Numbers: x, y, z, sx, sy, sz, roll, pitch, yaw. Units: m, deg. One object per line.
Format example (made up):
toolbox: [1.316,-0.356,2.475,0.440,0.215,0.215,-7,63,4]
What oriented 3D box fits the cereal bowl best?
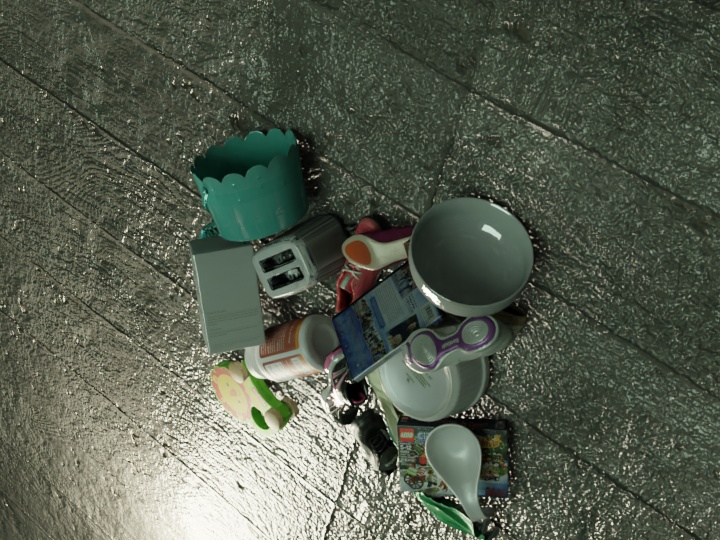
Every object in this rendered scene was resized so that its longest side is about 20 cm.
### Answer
cereal bowl: [0.170,-0.011,1.498,0.199,0.200,0.084,38,154,18]

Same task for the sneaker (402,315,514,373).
sneaker: [0.159,0.126,1.543,0.198,0.099,0.076,-17,70,37]

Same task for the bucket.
bucket: [-0.194,-0.154,1.715,0.205,0.207,0.136,7,124,37]

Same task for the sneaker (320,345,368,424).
sneaker: [-0.025,0.237,1.813,0.086,0.080,0.201,46,155,37]

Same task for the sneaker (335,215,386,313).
sneaker: [0.000,0.000,1.705,0.073,0.087,0.202,28,126,25]

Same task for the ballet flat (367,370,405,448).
ballet flat: [0.069,0.250,1.792,0.069,0.069,0.202,-21,97,43]

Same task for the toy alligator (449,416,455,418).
toy alligator: [0.160,0.316,1.752,0.059,0.054,0.203,4,114,37]

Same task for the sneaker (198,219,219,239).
sneaker: [-0.272,-0.082,1.895,0.078,0.079,0.200,49,132,9]

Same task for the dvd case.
dvd case: [0.045,0.083,1.648,0.199,0.018,0.144,-37,47,17]

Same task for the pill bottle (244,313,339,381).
pill bottle: [-0.136,0.157,1.879,0.199,0.112,0.113,-17,100,43]

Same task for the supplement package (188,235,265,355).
supplement package: [-0.258,0.042,1.839,0.117,0.115,0.203,-134,37,-69]

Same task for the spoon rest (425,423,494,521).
spoon rest: [0.180,0.355,1.658,0.098,0.061,0.202,-20,106,18]

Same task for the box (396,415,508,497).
box: [0.166,0.333,1.706,0.197,0.038,0.138,0,111,12]

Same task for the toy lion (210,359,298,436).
toy lion: [-0.244,0.275,2.068,0.201,0.068,0.192,52,140,7]

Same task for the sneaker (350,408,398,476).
sneaker: [0.036,0.330,1.802,0.091,0.066,0.201,46,165,31]

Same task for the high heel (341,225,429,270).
high heel: [0.062,-0.045,1.629,0.198,0.096,0.068,4,114,41]

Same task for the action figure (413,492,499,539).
action figure: [0.170,0.451,1.799,0.199,0.055,0.119,21,154,45]

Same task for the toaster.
toaster: [-0.104,-0.024,1.750,0.199,0.129,0.115,-18,100,43]

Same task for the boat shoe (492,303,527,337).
boat shoe: [0.186,0.040,1.586,0.199,0.072,0.065,36,125,13]

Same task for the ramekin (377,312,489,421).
ramekin: [0.118,0.170,1.670,0.200,0.094,0.205,13,112,35]
